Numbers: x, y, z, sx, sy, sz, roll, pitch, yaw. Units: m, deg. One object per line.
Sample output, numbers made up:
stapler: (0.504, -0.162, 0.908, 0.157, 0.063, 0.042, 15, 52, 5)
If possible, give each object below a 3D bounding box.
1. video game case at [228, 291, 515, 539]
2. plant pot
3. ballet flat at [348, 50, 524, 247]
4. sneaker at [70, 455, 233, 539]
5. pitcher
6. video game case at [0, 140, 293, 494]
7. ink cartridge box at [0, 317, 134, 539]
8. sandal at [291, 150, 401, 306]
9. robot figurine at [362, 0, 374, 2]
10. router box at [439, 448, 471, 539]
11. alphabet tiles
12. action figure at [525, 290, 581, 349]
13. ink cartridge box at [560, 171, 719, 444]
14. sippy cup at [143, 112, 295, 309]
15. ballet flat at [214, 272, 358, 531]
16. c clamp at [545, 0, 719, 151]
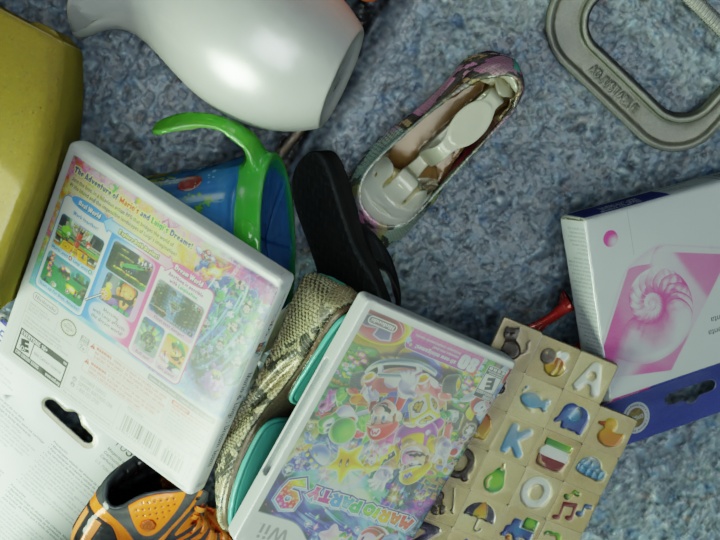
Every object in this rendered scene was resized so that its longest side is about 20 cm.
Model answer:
video game case: (0.010, 0.127, 0.922, 0.142, 0.018, 0.201, 24, 101, -31)
plant pot: (-0.302, -0.104, 0.920, 0.193, 0.196, 0.201, 27, 94, -8)
ballet flat: (0.052, -0.090, 0.992, 0.069, 0.071, 0.200, 42, 98, -11)
sneaker: (-0.125, 0.202, 1.009, 0.199, 0.078, 0.113, 11, 117, -37)
pitcher: (-0.092, -0.207, 0.947, 0.199, 0.121, 0.173, 26, 85, 4)
video game case: (-0.161, 0.033, 0.919, 0.199, 0.024, 0.183, 32, 110, 20)
ink cartridge box: (-0.286, 0.169, 1.043, 0.200, 0.043, 0.196, -44, 101, 4)
sandal: (0.000, -0.001, 0.983, 0.048, 0.075, 0.202, -4, 71, -35)
robot figurine: (0.002, -0.303, 0.923, 0.143, 0.117, 0.201, -20, 103, 8)
router box: (0.019, 0.169, 1.029, 0.156, 0.052, 0.202, 1, 104, 20)
alphabet tiles: (0.112, 0.143, 0.972, 0.165, 0.006, 0.201, 22, 100, -10)
action figure: (0.098, 0.093, 1.046, 0.199, 0.052, 0.066, -32, 96, 10)
ink cartridge box: (0.265, 0.031, 1.012, 0.195, 0.043, 0.202, -16, 102, -20)
sippy cup: (-0.125, -0.022, 0.977, 0.129, 0.140, 0.180, 0, 80, 8)
ballet flat: (-0.063, 0.091, 0.931, 0.075, 0.068, 0.201, 36, 103, 36)
c clamp: (0.239, -0.201, 0.998, 0.171, 0.027, 0.200, -42, 100, 6)
